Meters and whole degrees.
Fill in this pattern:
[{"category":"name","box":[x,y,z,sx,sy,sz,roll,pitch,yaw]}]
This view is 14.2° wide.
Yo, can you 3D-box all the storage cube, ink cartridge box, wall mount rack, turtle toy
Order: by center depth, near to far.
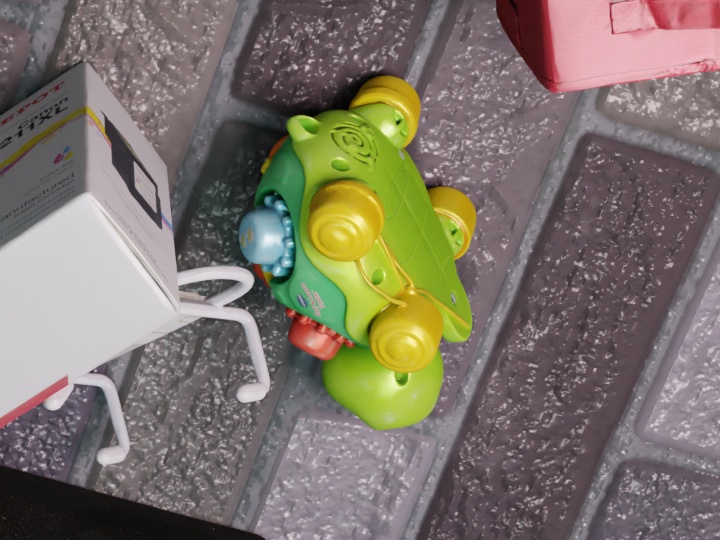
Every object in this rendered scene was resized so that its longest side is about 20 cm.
[{"category":"storage cube","box":[0.153,-0.206,1.453,0.171,0.200,0.180,-8,110,-3]},{"category":"ink cartridge box","box":[-0.177,-0.010,1.496,0.146,0.200,0.083,-33,113,8]},{"category":"wall mount rack","box":[-0.150,0.059,1.540,0.200,0.075,0.174,-25,161,36]},{"category":"turtle toy","box":[0.000,0.000,1.570,0.101,0.146,0.200,-15,118,23]}]

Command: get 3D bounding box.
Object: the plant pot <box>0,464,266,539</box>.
[{"category":"plant pot","box":[-0.166,0.255,1.637,0.200,0.177,0.200,16,113,-16]}]
